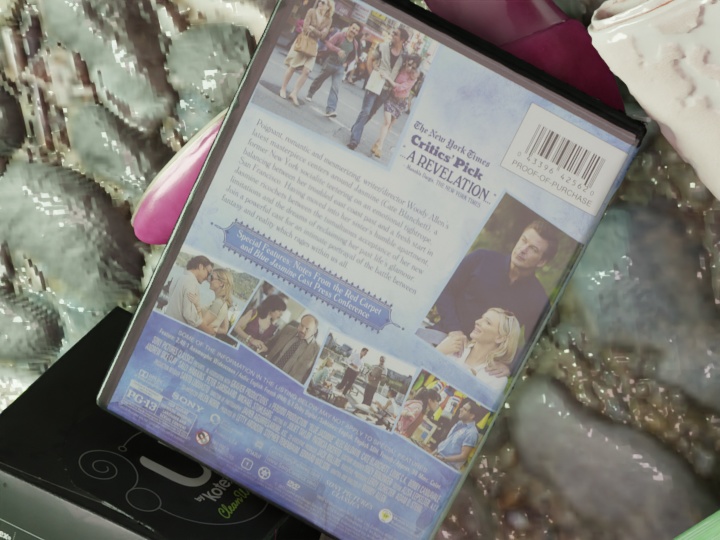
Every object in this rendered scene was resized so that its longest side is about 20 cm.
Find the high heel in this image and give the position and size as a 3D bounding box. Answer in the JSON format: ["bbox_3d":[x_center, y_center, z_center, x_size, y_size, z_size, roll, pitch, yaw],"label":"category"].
[{"bbox_3d":[0.005,-0.040,0.951,0.200,0.067,0.096,-33,87,16],"label":"high heel"}]

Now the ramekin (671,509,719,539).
[{"bbox_3d":[0.176,0.171,0.904,0.098,0.200,0.200,-34,97,37],"label":"ramekin"}]

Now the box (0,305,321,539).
[{"bbox_3d":[-0.103,0.146,1.023,0.124,0.149,0.200,24,117,10],"label":"box"}]

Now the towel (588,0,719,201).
[{"bbox_3d":[0.204,-0.043,0.843,0.191,0.032,0.200,-21,117,44],"label":"towel"}]

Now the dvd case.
[{"bbox_3d":[0.000,0.000,0.920,0.142,0.018,0.200,29,110,7],"label":"dvd case"}]
